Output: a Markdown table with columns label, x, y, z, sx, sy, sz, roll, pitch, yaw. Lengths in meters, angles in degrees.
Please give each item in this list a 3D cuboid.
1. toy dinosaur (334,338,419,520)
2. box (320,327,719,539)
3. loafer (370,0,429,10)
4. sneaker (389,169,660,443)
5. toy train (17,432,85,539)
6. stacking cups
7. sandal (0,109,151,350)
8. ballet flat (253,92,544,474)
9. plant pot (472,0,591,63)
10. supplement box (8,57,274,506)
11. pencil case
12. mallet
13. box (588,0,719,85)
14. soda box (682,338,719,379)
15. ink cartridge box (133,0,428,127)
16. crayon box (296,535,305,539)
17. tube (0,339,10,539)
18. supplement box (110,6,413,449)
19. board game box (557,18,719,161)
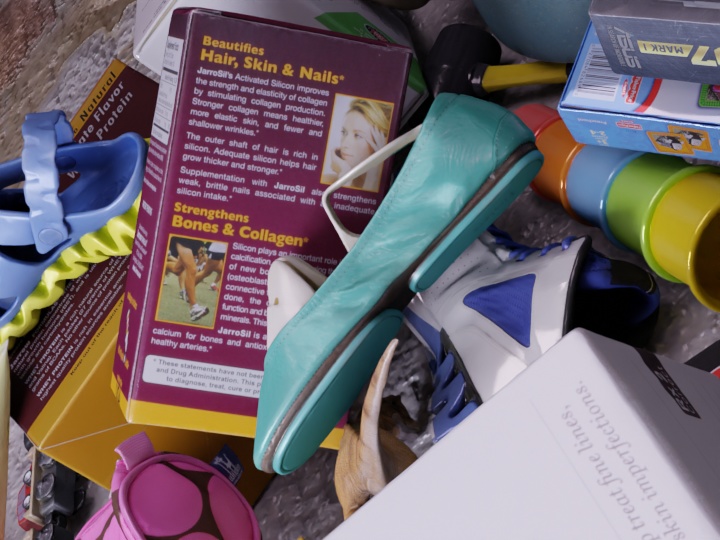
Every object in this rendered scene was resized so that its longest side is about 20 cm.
| label | x | y | z | sx | sy | sz | roll | pitch | yaw |
| --- | --- | --- | --- | --- | --- | --- | --- | --- | --- |
| toy dinosaur | 0.006 | 0.093 | 0.915 | 0.060 | 0.106 | 0.200 | -18 | -3 | -1 |
| box | 0.082 | 0.162 | 0.700 | 0.200 | 0.131 | 0.199 | -42 | 61 | 19 |
| loafer | 0.051 | -0.230 | 1.160 | 0.067 | 0.076 | 0.200 | 112 | -179 | -48 |
| sneaker | 0.082 | 0.015 | 0.944 | 0.115 | 0.081 | 0.200 | -40 | 43 | 21 |
| toy train | -0.191 | 0.137 | 1.206 | 0.046 | 0.034 | 0.200 | -40 | 36 | 26 |
| stacking cups | 0.132 | -0.042 | 0.954 | 0.061 | 0.060 | 0.200 | -52 | 30 | 3 |
| sandal | -0.184 | -0.024 | 1.054 | 0.200 | 0.087 | 0.080 | -37 | 39 | 26 |
| ballet flat | 0.000 | 0.000 | 0.916 | 0.070 | 0.067 | 0.200 | 39 | 93 | 16 |
| plant pot | 0.117 | -0.227 | 1.031 | 0.200 | 0.135 | 0.200 | -23 | 42 | 23 |
| supplement box | -0.112 | 0.013 | 1.129 | 0.197 | 0.133 | 0.200 | -55 | 34 | -2 |
| pencil case | -0.129 | 0.171 | 1.008 | 0.200 | 0.094 | 0.091 | -49 | -7 | 36 |
| mallet | 0.104 | -0.099 | 1.055 | 0.200 | 0.041 | 0.066 | 6 | 64 | 48 |
| box | 0.203 | -0.171 | 0.855 | 0.158 | 0.051 | 0.200 | 7 | 65 | 27 |
| soda box | 0.192 | 0.047 | 0.782 | 0.200 | 0.071 | 0.063 | -37 | 38 | 25 |
| ink cartridge box | -0.049 | -0.148 | 1.148 | 0.084 | 0.146 | 0.200 | -50 | 19 | 17 |
| crayon box | -0.052 | 0.240 | 0.930 | 0.200 | 0.051 | 0.127 | -52 | 33 | 5 |
| tube | -0.206 | 0.139 | 1.029 | 0.058 | 0.052 | 0.200 | -6 | 67 | 23 |
| supplement box | -0.051 | -0.022 | 0.974 | 0.086 | 0.110 | 0.200 | -149 | 68 | -75 |
| board game box | 0.205 | -0.115 | 0.876 | 0.200 | 0.037 | 0.151 | 10 | 67 | 29 |
